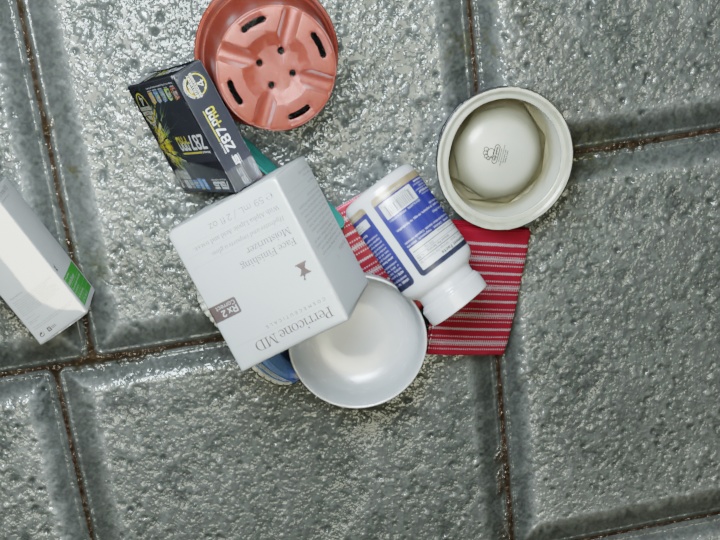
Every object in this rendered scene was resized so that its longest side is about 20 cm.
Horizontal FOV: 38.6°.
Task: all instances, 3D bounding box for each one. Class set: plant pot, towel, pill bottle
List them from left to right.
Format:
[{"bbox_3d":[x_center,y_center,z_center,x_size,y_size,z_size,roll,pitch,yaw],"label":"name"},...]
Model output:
[{"bbox_3d":[-0.113,-0.268,1.311,0.197,0.195,0.204,-3,107,-8],"label":"plant pot"},{"bbox_3d":[0.000,0.000,1.500,0.143,0.023,0.202,-30,107,3],"label":"towel"},{"bbox_3d":[0.079,-0.033,1.405,0.115,0.116,0.201,-35,89,3],"label":"pill bottle"},{"bbox_3d":[0.170,0.028,1.515,0.143,0.022,0.203,2,108,-24],"label":"towel"}]

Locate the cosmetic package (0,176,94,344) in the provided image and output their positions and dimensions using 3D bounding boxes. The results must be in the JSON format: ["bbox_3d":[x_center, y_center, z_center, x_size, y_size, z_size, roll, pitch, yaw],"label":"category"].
[{"bbox_3d":[-0.454,-0.014,1.381,0.084,0.108,0.201,-33,110,2],"label":"cosmetic package"}]

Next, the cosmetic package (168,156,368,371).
[{"bbox_3d":[-0.113,-0.013,1.332,0.163,0.165,0.202,-26,99,15],"label":"cosmetic package"}]

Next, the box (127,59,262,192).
[{"bbox_3d":[-0.216,-0.181,1.321,0.049,0.199,0.162,-37,112,-21],"label":"box"}]

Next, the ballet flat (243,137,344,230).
[{"bbox_3d":[-0.115,-0.102,1.435,0.199,0.069,0.071,37,118,-12],"label":"ballet flat"}]

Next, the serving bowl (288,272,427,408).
[{"bbox_3d":[-0.005,0.093,1.481,0.197,0.066,0.203,-1,107,-3],"label":"serving bowl"}]

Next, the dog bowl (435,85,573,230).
[{"bbox_3d":[0.196,-0.164,1.455,0.197,0.074,0.203,-2,107,-8],"label":"dog bowl"}]

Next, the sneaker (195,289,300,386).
[{"bbox_3d":[-0.143,0.081,1.472,0.089,0.079,0.200,-38,108,6],"label":"sneaker"}]
